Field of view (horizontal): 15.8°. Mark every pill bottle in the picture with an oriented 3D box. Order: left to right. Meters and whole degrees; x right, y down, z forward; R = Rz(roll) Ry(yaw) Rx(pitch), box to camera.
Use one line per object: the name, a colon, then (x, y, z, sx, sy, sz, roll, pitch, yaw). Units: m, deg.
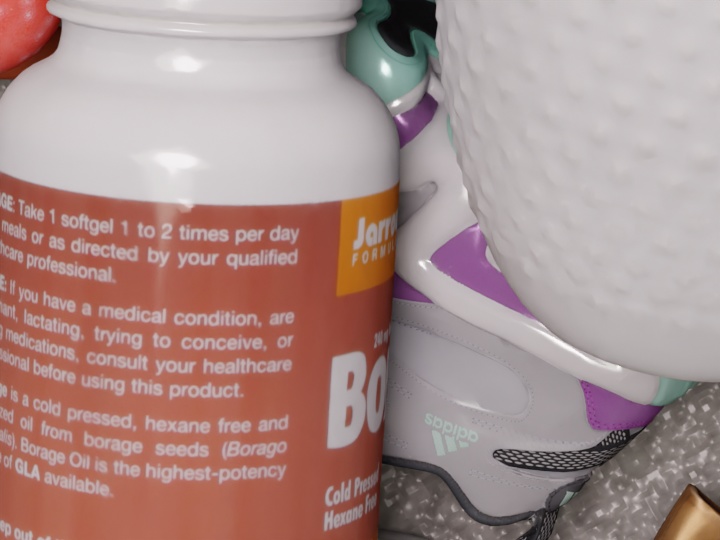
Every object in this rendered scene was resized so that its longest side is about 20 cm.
pill bottle: (-0.046, 0.006, 0.705, 0.111, 0.112, 0.201, 6, 103, 11)

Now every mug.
mug: (0.113, -0.062, 0.630, 0.199, 0.148, 0.176, 17, 124, 19)

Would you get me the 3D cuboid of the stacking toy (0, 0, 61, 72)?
stacking toy: (-0.139, -0.137, 0.761, 0.085, 0.085, 0.201, -31, 58, 10)

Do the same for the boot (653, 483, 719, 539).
boot: (0.046, 0.150, 0.759, 0.188, 0.068, 0.200, 35, 97, -3)

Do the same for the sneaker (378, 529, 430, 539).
sneaker: (-0.057, 0.125, 0.786, 0.199, 0.082, 0.074, -12, 89, 10)

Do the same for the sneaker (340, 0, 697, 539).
sneaker: (0.000, 0.000, 0.779, 0.200, 0.078, 0.140, 47, 114, 24)

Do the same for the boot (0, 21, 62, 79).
boot: (-0.177, -0.061, 0.822, 0.199, 0.075, 0.108, 3, 104, 11)
